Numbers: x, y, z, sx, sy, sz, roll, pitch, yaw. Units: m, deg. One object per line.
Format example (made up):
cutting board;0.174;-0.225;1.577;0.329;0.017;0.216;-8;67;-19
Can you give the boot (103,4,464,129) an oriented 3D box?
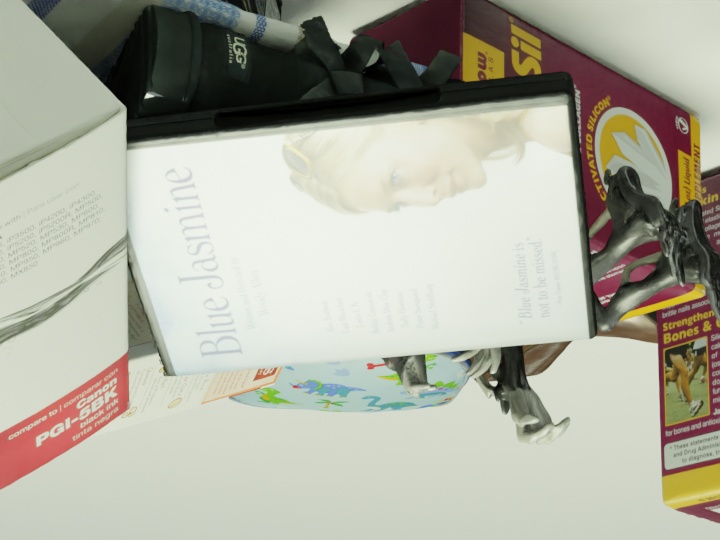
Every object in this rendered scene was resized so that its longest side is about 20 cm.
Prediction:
boot;-0.046;-0.043;0.816;0.162;0.074;0.198;12;148;-23

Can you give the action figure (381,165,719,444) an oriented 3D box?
action figure;0.071;0.023;0.863;0.199;0.103;0.119;-19;150;26

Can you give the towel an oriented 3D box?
towel;-0.087;-0.090;0.826;0.199;0.024;0.147;13;154;-31

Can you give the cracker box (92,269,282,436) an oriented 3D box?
cracker box;-0.146;0.017;0.924;0.199;0.134;0.058;-13;140;-42

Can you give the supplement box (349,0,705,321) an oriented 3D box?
supplement box;0.091;-0.054;0.948;0.199;0.111;0.085;22;151;-39

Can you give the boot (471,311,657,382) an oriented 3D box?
boot;0.157;0.043;1.245;0.186;0.064;0.200;21;152;-8

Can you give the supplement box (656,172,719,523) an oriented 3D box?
supplement box;0.253;0.041;1.044;0.103;0.201;0.131;19;154;-36

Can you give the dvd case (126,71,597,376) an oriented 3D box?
dvd case;-0.003;-0.015;0.758;0.199;0.018;0.143;-5;134;8

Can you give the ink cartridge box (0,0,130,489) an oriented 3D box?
ink cartridge box;-0.168;-0.026;0.748;0.083;0.147;0.200;-31;151;-28

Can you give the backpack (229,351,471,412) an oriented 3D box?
backpack;0.000;0.000;1.052;0.182;0.148;0.200;3;155;-8

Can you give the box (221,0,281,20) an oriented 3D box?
box;-0.128;-0.147;0.806;0.157;0.050;0.200;1;159;8
